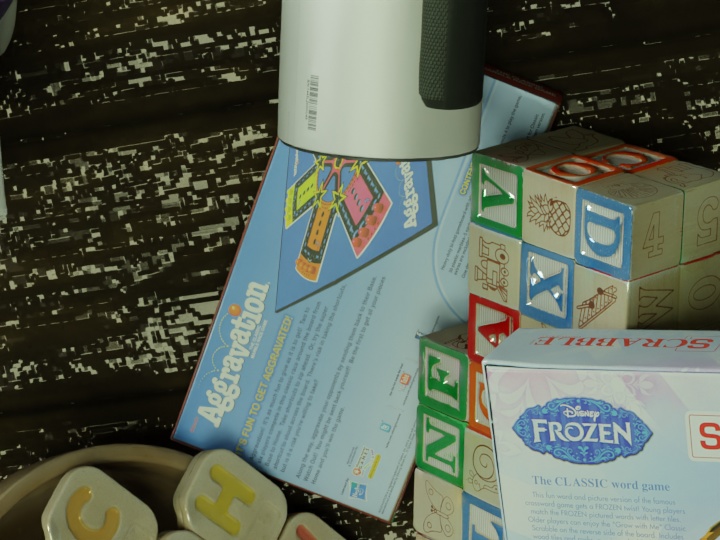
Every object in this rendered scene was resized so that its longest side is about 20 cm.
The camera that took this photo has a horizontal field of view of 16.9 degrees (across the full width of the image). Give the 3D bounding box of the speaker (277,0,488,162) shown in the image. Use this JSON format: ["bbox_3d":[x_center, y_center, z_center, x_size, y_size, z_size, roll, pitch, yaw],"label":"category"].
[{"bbox_3d":[0.011,-0.146,0.902,0.081,0.081,0.201,5,103,7],"label":"speaker"}]

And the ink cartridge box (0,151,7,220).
[{"bbox_3d":[-0.232,-0.087,0.914,0.199,0.084,0.147,8,108,40],"label":"ink cartridge box"}]

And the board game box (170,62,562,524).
[{"bbox_3d":[0.000,0.000,1.000,0.102,0.019,0.201,21,111,-1],"label":"board game box"}]

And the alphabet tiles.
[{"bbox_3d":[-0.068,0.178,0.988,0.195,0.201,0.015,41,150,-24],"label":"alphabet tiles"}]

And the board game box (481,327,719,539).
[{"bbox_3d":[0.152,0.121,0.863,0.199,0.041,0.201,1,109,25],"label":"board game box"}]

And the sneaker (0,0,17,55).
[{"bbox_3d":[-0.168,-0.118,0.948,0.080,0.083,0.200,35,112,-5],"label":"sneaker"}]

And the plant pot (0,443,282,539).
[{"bbox_3d":[-0.116,0.177,1.018,0.093,0.201,0.201,-14,112,52],"label":"plant pot"}]

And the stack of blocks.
[{"bbox_3d":[0.081,0.050,0.953,0.115,0.058,0.201,22,119,45],"label":"stack of blocks"}]
